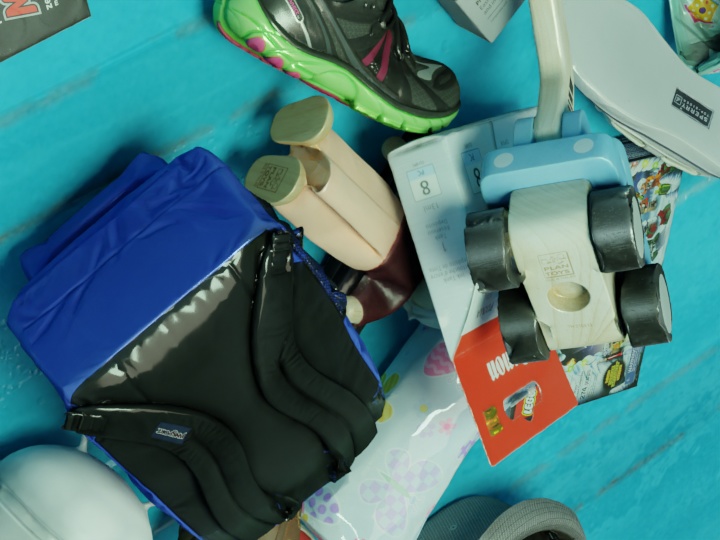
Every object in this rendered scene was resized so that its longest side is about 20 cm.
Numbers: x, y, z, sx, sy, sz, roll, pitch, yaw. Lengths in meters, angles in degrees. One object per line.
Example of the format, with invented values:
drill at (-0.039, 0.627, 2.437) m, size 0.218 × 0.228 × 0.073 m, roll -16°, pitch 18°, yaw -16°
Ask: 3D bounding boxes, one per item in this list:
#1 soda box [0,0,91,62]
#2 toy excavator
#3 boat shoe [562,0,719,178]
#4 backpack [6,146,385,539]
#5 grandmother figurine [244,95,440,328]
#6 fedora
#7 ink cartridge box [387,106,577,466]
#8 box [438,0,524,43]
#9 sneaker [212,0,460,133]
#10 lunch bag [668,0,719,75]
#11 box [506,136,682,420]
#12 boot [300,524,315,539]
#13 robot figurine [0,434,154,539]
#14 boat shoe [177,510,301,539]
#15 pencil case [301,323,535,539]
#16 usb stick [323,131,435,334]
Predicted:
soda box at (-0.193, -0.202, 0.924) m, size 0.071 × 0.063 × 0.201 m, roll -31°, pitch 133°, yaw -23°
toy excavator at (0.117, -0.073, 1.150) m, size 0.099 × 0.201 × 0.195 m, roll -10°, pitch 133°, yaw 17°
boat shoe at (0.192, -0.122, 1.315) m, size 0.199 × 0.066 × 0.072 m, roll 27°, pitch 74°, yaw -27°
backpack at (-0.084, 0.042, 1.095) m, size 0.162 × 0.168 × 0.200 m, roll -37°, pitch 133°, yaw -1°
grandmother figurine at (0.011, -0.020, 1.180) m, size 0.200 × 0.060 × 0.122 m, roll 37°, pitch 82°, yaw -44°
fedora at (0.079, 0.246, 1.433) m, size 0.201 × 0.090 × 0.177 m, roll -56°, pitch 140°, yaw -8°
ink cartridge box at (0.097, 0.004, 1.214) m, size 0.160 × 0.047 × 0.201 m, roll -22°, pitch 94°, yaw -62°
box at (0.068, -0.254, 1.144) m, size 0.156 × 0.041 × 0.200 m, roll -52°, pitch 137°, yaw -4°
sneaker at (0.002, -0.138, 1.133) m, size 0.200 × 0.077 × 0.084 m, roll 23°, pitch 97°, yaw -50°
lunch bag at (0.310, -0.227, 1.323) m, size 0.170 × 0.122 × 0.201 m, roll -17°, pitch 135°, yaw -37°
box at (0.158, 0.006, 1.390) m, size 0.136 × 0.040 × 0.201 m, roll -14°, pitch 124°, yaw -35°
boot at (-0.015, 0.266, 1.322) m, size 0.072 × 0.144 × 0.201 m, roll -34°, pitch 133°, yaw -21°
robot figurine at (-0.200, 0.184, 1.125) m, size 0.170 × 0.113 × 0.200 m, roll 44°, pitch 83°, yaw -18°
boat shoe at (-0.073, 0.180, 1.215) m, size 0.068 × 0.072 × 0.201 m, roll 46°, pitch 44°, yaw -32°
pencil case at (0.040, 0.112, 1.317) m, size 0.091 × 0.083 × 0.200 m, roll 38°, pitch 88°, yaw -26°
usb stick at (0.000, 0.000, 1.250) m, size 0.055 × 0.033 × 0.201 m, roll 25°, pitch 97°, yaw -54°
